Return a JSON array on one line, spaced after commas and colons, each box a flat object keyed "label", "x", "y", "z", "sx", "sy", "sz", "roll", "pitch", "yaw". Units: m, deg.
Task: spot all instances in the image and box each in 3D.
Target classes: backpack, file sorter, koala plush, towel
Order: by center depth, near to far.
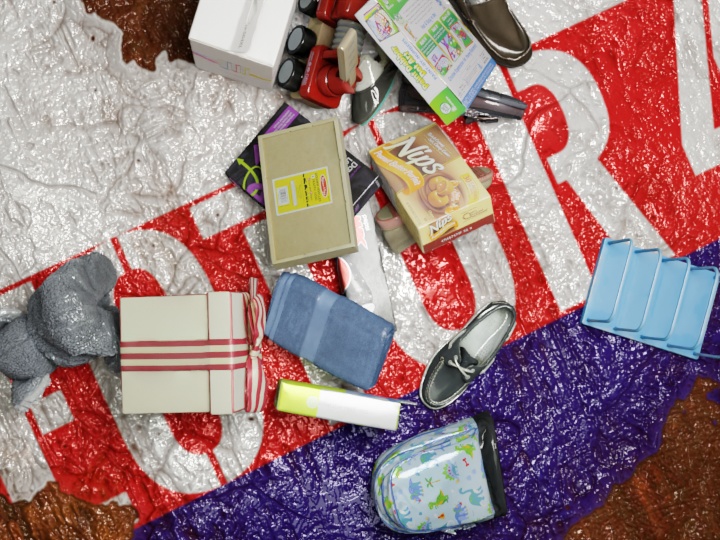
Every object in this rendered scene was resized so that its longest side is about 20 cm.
[{"label": "koala plush", "x": -0.439, "y": 0.090, "z": 1.408, "sx": 0.198, "sy": 0.184, "sz": 0.179, "roll": -27, "pitch": 85, "yaw": 10}, {"label": "towel", "x": -0.047, "y": 0.086, "z": 1.456, "sx": 0.198, "sy": 0.048, "sz": 0.113, "roll": 27, "pitch": 105, "yaw": 23}, {"label": "backpack", "x": 0.112, "y": 0.312, "z": 1.476, "sx": 0.197, "sy": 0.154, "sz": 0.166, "roll": -9, "pitch": 96, "yaw": 7}, {"label": "file sorter", "x": 0.462, "y": 0.044, "z": 1.518, "sx": 0.197, "sy": 0.123, "sz": 0.141, "roll": 17, "pitch": 88, "yaw": -6}]

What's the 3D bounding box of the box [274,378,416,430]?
[{"label": "box", "x": -0.025, "y": 0.197, "z": 1.462, "sx": 0.197, "sy": 0.122, "sz": 0.048, "roll": 11, "pitch": 84, "yaw": -6}]

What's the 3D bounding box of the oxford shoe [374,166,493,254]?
[{"label": "oxford shoe", "x": 0.118, "y": -0.095, "z": 1.522, "sx": 0.198, "sy": 0.071, "sz": 0.075, "roll": -26, "pitch": 117, "yaw": -7}]

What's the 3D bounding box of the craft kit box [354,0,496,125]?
[{"label": "craft kit box", "x": 0.098, "y": -0.326, "z": 1.418, "sx": 0.048, "sy": 0.200, "sz": 0.198, "roll": -33, "pitch": 102, "yaw": 32}]

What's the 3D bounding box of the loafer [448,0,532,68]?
[{"label": "loafer", "x": 0.190, "y": -0.395, "z": 1.523, "sx": 0.073, "sy": 0.071, "sz": 0.200, "roll": -42, "pitch": 93, "yaw": -5}]

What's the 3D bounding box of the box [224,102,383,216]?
[{"label": "box", "x": -0.084, "y": -0.136, "z": 1.470, "sx": 0.199, "sy": 0.036, "sz": 0.143, "roll": 39, "pitch": 85, "yaw": 19}]

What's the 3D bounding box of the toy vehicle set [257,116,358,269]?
[{"label": "toy vehicle set", "x": -0.076, "y": -0.111, "z": 1.427, "sx": 0.122, "sy": 0.027, "sz": 0.203, "roll": -11, "pitch": 72, "yaw": 10}]

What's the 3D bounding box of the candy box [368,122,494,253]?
[{"label": "candy box", "x": 0.101, "y": -0.124, "z": 1.455, "sx": 0.114, "sy": 0.201, "sz": 0.056, "roll": -23, "pitch": 134, "yaw": -6}]

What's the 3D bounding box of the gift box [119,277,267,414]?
[{"label": "gift box", "x": -0.221, "y": 0.107, "z": 1.419, "sx": 0.184, "sy": 0.200, "sz": 0.188, "roll": -2, "pitch": 93, "yaw": 9}]

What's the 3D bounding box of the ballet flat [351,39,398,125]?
[{"label": "ballet flat", "x": 0.031, "y": -0.317, "z": 1.506, "sx": 0.068, "sy": 0.068, "sz": 0.201, "roll": 40, "pitch": 77, "yaw": -31}]

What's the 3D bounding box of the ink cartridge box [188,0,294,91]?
[{"label": "ink cartridge box", "x": -0.165, "y": -0.353, "z": 1.420, "sx": 0.123, "sy": 0.200, "sz": 0.130, "roll": 16, "pitch": 87, "yaw": -5}]

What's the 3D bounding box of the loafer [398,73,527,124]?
[{"label": "loafer", "x": 0.154, "y": -0.253, "z": 1.527, "sx": 0.197, "sy": 0.072, "sz": 0.064, "roll": 14, "pitch": 107, "yaw": 1}]

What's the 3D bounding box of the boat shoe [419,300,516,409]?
[{"label": "boat shoe", "x": 0.162, "y": 0.126, "z": 1.514, "sx": 0.075, "sy": 0.060, "sz": 0.201, "roll": 35, "pitch": 85, "yaw": -4}]

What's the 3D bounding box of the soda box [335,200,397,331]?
[{"label": "soda box", "x": 0.000, "y": 0.000, "z": 1.499, "sx": 0.070, "sy": 0.063, "sz": 0.203, "roll": -12, "pitch": 90, "yaw": -6}]

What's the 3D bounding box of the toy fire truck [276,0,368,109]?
[{"label": "toy fire truck", "x": -0.026, "y": -0.328, "z": 1.417, "sx": 0.128, "sy": 0.199, "sz": 0.179, "roll": 19, "pitch": 86, "yaw": -38}]
